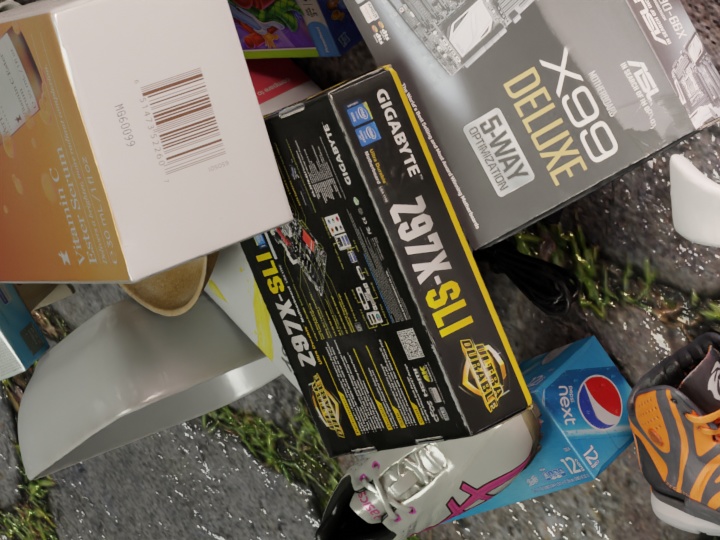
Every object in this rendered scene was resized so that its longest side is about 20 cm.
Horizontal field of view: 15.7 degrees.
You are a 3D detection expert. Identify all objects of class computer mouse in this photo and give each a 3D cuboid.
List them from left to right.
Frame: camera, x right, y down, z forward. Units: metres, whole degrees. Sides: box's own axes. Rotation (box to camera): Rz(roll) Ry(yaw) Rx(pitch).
[{"bbox_3d":[0.077,-0.079,1.493,0.140,0.046,0.200,32,144,44],"label":"computer mouse"}]

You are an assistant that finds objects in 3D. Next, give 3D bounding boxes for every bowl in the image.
[{"bbox_3d":[-0.127,0.058,1.723,0.200,0.200,0.075,-36,76,56],"label":"bowl"}]

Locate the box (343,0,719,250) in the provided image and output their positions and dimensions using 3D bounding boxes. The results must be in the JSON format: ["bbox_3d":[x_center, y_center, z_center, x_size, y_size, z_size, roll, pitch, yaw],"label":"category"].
[{"bbox_3d":[0.081,-0.132,1.355,0.158,0.050,0.200,-28,89,39],"label":"box"}]

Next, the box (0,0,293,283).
[{"bbox_3d":[-0.148,-0.079,1.459,0.200,0.106,0.152,-2,107,59],"label":"box"}]

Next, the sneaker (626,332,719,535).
[{"bbox_3d":[0.223,0.099,1.463,0.200,0.078,0.112,5,128,46],"label":"sneaker"}]

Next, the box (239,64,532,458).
[{"bbox_3d":[0.000,0.000,1.432,0.160,0.049,0.200,-16,98,61],"label":"box"}]

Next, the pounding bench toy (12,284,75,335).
[{"bbox_3d":[-0.292,-0.012,1.832,0.200,0.156,0.124,-19,108,33],"label":"pounding bench toy"}]

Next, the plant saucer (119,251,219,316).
[{"bbox_3d":[-0.135,-0.071,1.596,0.200,0.035,0.200,41,144,40],"label":"plant saucer"}]

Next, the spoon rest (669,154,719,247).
[{"bbox_3d":[0.248,-0.043,1.216,0.061,0.200,0.099,-115,15,-62],"label":"spoon rest"}]

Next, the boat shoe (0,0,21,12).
[{"bbox_3d":[-0.242,-0.160,1.739,0.202,0.075,0.086,25,140,28],"label":"boat shoe"}]

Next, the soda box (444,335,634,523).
[{"bbox_3d":[0.089,0.104,1.630,0.068,0.064,0.200,55,145,-7],"label":"soda box"}]

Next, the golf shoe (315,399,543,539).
[{"bbox_3d":[0.041,0.123,1.565,0.073,0.092,0.200,49,145,4],"label":"golf shoe"}]

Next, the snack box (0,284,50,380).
[{"bbox_3d":[-0.316,0.040,1.751,0.200,0.037,0.116,-20,107,33],"label":"snack box"}]

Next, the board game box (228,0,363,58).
[{"bbox_3d":[-0.080,-0.221,1.523,0.134,0.045,0.200,3,125,47],"label":"board game box"}]

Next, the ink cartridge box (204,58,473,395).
[{"bbox_3d":[-0.034,-0.021,1.597,0.200,0.083,0.145,45,147,28],"label":"ink cartridge box"}]
